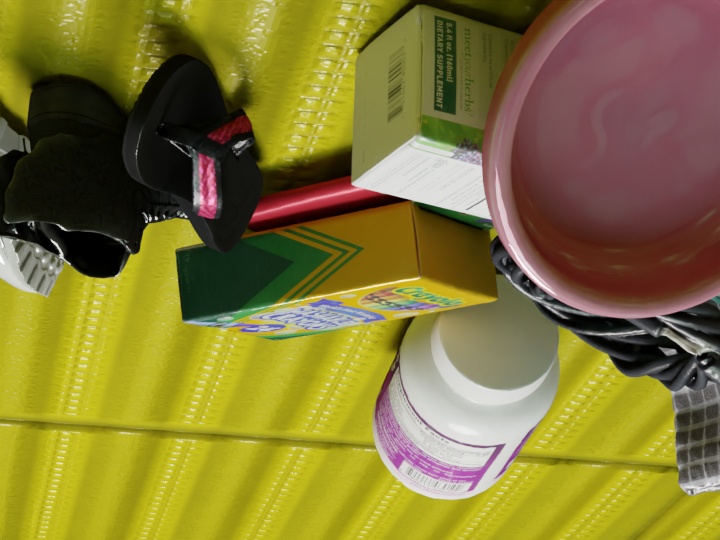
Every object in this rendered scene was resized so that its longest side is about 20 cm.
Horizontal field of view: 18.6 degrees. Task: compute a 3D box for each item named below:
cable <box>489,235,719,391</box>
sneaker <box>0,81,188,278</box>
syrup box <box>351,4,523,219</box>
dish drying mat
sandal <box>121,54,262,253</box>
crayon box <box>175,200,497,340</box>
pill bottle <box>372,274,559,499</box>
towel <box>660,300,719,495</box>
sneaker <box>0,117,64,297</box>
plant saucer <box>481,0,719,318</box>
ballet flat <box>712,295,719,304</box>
[{"bbox_3d":[0.149,0.026,1.333,0.162,0.051,0.199,27,177,-33],"label":"cable"},{"bbox_3d":[-0.145,-0.037,1.267,0.060,0.105,0.199,-15,153,30],"label":"sneaker"},{"bbox_3d":[0.099,-0.074,1.209,0.198,0.080,0.081,12,157,-25],"label":"syrup box"},{"bbox_3d":[0.021,-0.049,1.339,0.198,0.018,0.077,-12,164,27],"label":"dish drying mat"},{"bbox_3d":[-0.081,-0.061,1.243,0.045,0.076,0.200,25,169,21],"label":"sandal"},{"bbox_3d":[0.000,0.000,1.385,0.198,0.052,0.125,-12,168,25],"label":"crayon box"},{"bbox_3d":[0.076,0.078,1.523,0.111,0.113,0.200,4,156,-8],"label":"pill bottle"},{"bbox_3d":[0.268,0.047,1.368,0.085,0.167,0.199,-8,169,-43],"label":"towel"},{"bbox_3d":[-0.233,-0.048,1.304,0.080,0.077,0.200,5,154,19],"label":"sneaker"},{"bbox_3d":[0.150,-0.075,1.135,0.199,0.051,0.202,-9,118,-17],"label":"plant saucer"},{"bbox_3d":[0.193,-0.026,1.324,0.199,0.071,0.067,23,-162,27],"label":"ballet flat"}]
